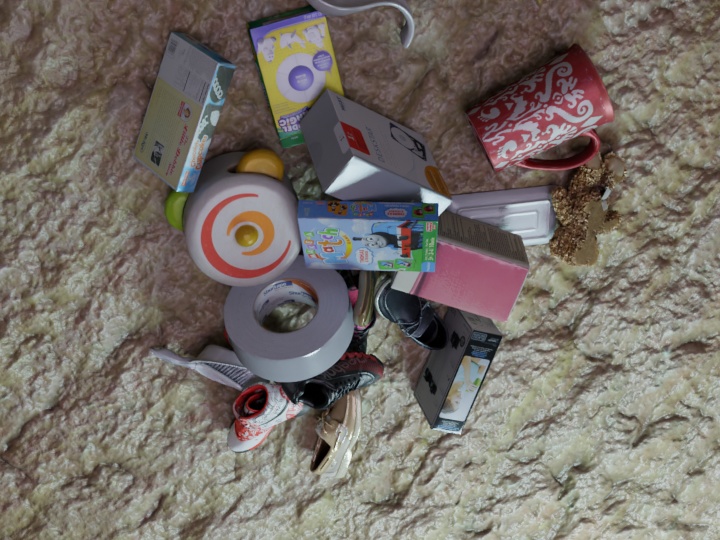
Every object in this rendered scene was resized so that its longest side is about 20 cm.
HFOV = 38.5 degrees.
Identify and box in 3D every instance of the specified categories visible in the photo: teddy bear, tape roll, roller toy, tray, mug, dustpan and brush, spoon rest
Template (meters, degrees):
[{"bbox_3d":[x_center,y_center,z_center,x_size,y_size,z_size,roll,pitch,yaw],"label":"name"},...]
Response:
[{"bbox_3d":[0.376,-0.108,1.725,0.144,0.067,0.201,-14,118,-27],"label":"teddy bear"},{"bbox_3d":[-0.112,0.073,1.617,0.199,0.201,0.066,-17,143,-4],"label":"tape roll"},{"bbox_3d":[-0.177,-0.077,1.568,0.199,0.140,0.183,-33,118,4],"label":"roller toy"},{"bbox_3d":[0.237,-0.081,1.726,0.199,0.022,0.108,-7,116,-10],"label":"tray"},{"bbox_3d":[0.283,-0.226,1.600,0.199,0.133,0.178,-27,97,5],"label":"mug"},{"bbox_3d":[-0.250,0.156,1.698,0.199,0.140,0.057,27,69,9],"label":"dustpan and brush"},{"bbox_3d":[-0.002,-0.390,1.491,0.199,0.100,0.061,17,132,-29],"label":"spoon rest"}]

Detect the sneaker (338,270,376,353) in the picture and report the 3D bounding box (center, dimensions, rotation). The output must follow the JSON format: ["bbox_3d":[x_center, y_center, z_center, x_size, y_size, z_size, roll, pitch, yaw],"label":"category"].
[{"bbox_3d":[-0.015,0.085,1.714,0.076,0.084,0.201,-3,116,-10],"label":"sneaker"}]

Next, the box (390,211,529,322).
[{"bbox_3d":[0.156,-0.015,1.658,0.199,0.128,0.109,17,115,-6],"label":"box"}]

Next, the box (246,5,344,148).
[{"bbox_3d":[-0.089,-0.283,1.542,0.117,0.048,0.201,-17,119,-4],"label":"box"}]

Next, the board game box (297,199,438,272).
[{"bbox_3d":[0.013,-0.049,1.514,0.199,0.037,0.151,2,152,4],"label":"board game box"}]

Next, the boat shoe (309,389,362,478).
[{"bbox_3d":[-0.046,0.281,1.808,0.069,0.074,0.201,2,116,-20],"label":"boat shoe"}]

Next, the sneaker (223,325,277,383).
[{"bbox_3d":[-0.138,0.151,1.713,0.200,0.082,0.078,33,90,-26],"label":"sneaker"}]

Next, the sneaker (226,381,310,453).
[{"bbox_3d":[-0.185,0.243,1.720,0.201,0.068,0.108,-34,150,32],"label":"sneaker"}]

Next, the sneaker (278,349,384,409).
[{"bbox_3d":[-0.044,0.181,1.672,0.199,0.098,0.071,2,131,-29],"label":"sneaker"}]

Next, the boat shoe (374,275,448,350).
[{"bbox_3d":[0.088,0.073,1.711,0.075,0.062,0.200,-51,136,-8],"label":"boat shoe"}]

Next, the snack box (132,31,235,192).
[{"bbox_3d":[-0.258,-0.228,1.493,0.037,0.116,0.201,-3,122,-50],"label":"snack box"}]

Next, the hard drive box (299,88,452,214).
[{"bbox_3d":[0.022,-0.160,1.531,0.199,0.156,0.077,19,127,-38],"label":"hard drive box"}]

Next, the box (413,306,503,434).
[{"bbox_3d":[0.165,0.166,1.778,0.060,0.117,0.201,13,111,-21],"label":"box"}]

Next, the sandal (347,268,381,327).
[{"bbox_3d":[0.000,0.000,1.623,0.054,0.201,0.081,3,143,10],"label":"sandal"}]
